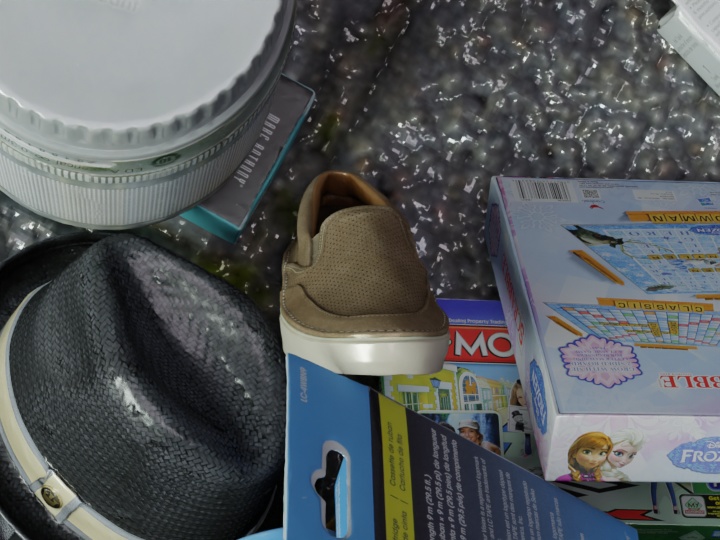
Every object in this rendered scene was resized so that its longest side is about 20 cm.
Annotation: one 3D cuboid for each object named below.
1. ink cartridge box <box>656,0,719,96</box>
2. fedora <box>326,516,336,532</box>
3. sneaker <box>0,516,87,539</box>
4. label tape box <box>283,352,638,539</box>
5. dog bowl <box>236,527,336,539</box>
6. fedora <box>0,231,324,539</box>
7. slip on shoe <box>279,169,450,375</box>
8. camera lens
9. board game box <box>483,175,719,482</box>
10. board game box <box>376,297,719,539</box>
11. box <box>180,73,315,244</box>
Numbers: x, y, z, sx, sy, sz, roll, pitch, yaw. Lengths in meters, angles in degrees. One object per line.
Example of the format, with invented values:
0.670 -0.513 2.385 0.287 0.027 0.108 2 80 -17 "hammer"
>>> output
0.233 -0.196 1.114 0.200 0.044 0.174 -43 88 -11 "ink cartridge box"
0.053 0.192 1.007 0.200 0.082 0.202 1 80 -7 "fedora"
-0.194 0.118 0.994 0.113 0.075 0.201 -17 89 -10 "sneaker"
0.035 0.140 0.875 0.199 0.066 0.144 27 35 -23 "label tape box"
-0.071 0.183 0.954 0.111 0.200 0.050 12 47 -47 "dog bowl"
-0.092 0.053 0.974 0.200 0.092 0.201 13 57 -21 "fedora"
0.000 0.000 0.970 0.076 0.200 0.061 1 104 -3 "slip on shoe"
-0.112 -0.109 0.923 0.159 0.200 0.161 1 81 -7 "camera lens"
0.172 0.025 1.007 0.199 0.200 0.041 2 125 -6 "board game box"
0.108 0.076 1.030 0.199 0.029 0.135 2 51 -7 "board game box"
-0.129 -0.099 1.047 0.199 0.049 0.083 29 79 -2 "box"
